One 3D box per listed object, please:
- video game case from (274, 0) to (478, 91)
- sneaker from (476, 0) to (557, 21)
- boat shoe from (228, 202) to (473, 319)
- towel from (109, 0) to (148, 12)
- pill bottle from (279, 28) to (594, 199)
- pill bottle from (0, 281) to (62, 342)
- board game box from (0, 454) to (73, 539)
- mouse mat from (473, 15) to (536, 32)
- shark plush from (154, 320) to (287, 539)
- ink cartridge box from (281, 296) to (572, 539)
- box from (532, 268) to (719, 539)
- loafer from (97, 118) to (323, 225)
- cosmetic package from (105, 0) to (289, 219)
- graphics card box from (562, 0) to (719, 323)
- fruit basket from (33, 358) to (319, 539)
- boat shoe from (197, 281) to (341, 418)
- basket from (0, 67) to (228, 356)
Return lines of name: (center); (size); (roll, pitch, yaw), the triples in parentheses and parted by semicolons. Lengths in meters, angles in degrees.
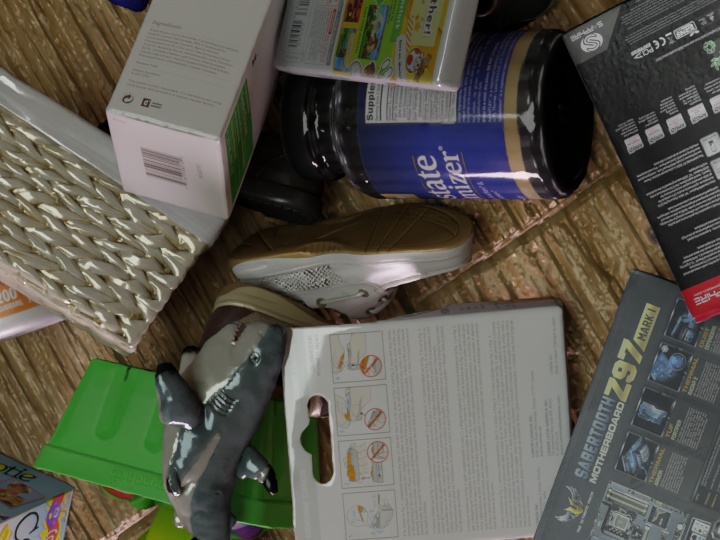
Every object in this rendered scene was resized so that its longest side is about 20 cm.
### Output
video game case: (0.022, -0.220, 1.081); (0.181, 0.023, 0.203); (14, 92, 52)
sneaker: (0.051, -0.250, 1.119); (0.200, 0.106, 0.075); (49, 115, 11)
boat shoe: (0.000, 0.000, 1.220); (0.198, 0.071, 0.070); (-5, 117, 33)
towel: (-0.168, -0.314, 1.265); (0.147, 0.049, 0.201); (41, 115, 23)
pill bottle: (0.050, -0.105, 1.147); (0.198, 0.112, 0.113); (1, 99, 27)
pill bottle: (-0.300, -0.046, 1.337); (0.111, 0.112, 0.202); (-19, 90, 28)
board game box: (-0.334, 0.228, 1.349); (0.104, 0.200, 0.104); (20, 107, 22)
mouse mat: (0.028, -0.240, 1.196); (0.160, 0.008, 0.202); (-24, 86, 28)
shark plush: (-0.094, 0.135, 1.142); (0.082, 0.091, 0.203); (3, 84, 6)
ink cartridge box: (0.048, 0.109, 1.177); (0.197, 0.050, 0.165); (-4, 97, 3)
box: (0.219, 0.119, 1.106); (0.156, 0.051, 0.202); (20, 91, 22)
loafer: (-0.106, -0.091, 1.262); (0.198, 0.073, 0.072); (18, 81, 23)
cosmetic package: (-0.100, -0.154, 1.155); (0.084, 0.108, 0.202); (15, 65, 8)
graphics card box: (0.222, -0.085, 1.038); (0.125, 0.051, 0.202); (-26, 92, 30)
fruit basket: (-0.134, 0.184, 1.281); (0.213, 0.155, 0.219); (-4, 79, 23)
boat shoe: (-0.022, 0.078, 1.208); (0.198, 0.072, 0.072); (23, 144, 1)
basket: (-0.211, -0.036, 1.229); (0.199, 0.136, 0.124); (31, 81, -6)
